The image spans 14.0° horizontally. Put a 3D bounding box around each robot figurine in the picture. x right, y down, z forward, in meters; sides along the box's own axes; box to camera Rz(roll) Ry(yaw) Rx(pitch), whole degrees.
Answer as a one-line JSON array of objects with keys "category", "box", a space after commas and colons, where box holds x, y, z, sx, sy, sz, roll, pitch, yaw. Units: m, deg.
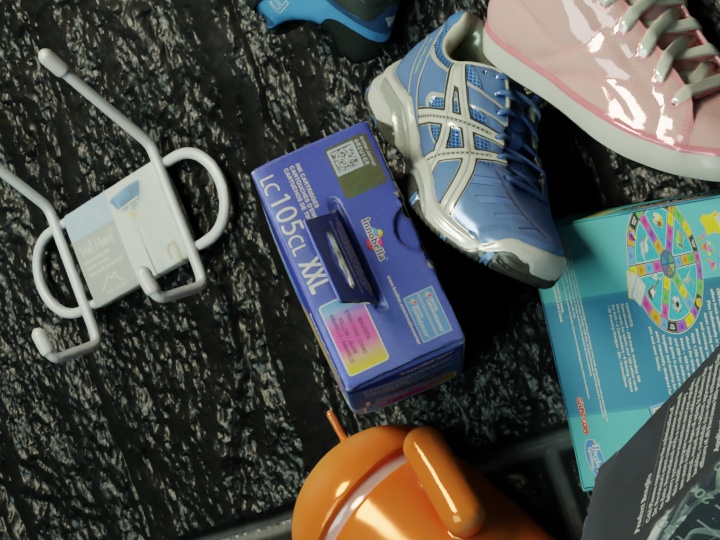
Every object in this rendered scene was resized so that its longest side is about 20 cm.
[{"category": "robot figurine", "box": [0.041, 0.166, 1.698, 0.200, 0.144, 0.117, 39, 88, 28]}]

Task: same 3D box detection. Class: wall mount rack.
[{"category": "wall mount rack", "box": [-0.179, -0.043, 1.870, 0.200, 0.075, 0.174, -28, 82, 42]}]

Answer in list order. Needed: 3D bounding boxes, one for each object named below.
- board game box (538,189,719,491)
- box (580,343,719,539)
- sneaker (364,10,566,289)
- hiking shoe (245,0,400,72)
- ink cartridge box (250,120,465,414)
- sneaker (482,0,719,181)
[{"category": "board game box", "box": [0.193, 0.033, 1.571, 0.200, 0.047, 0.151, -9, 94, 43]}, {"category": "box", "box": [0.242, 0.127, 1.443, 0.200, 0.124, 0.197, 32, 130, -9]}, {"category": "sneaker", "box": [0.065, -0.068, 1.610, 0.077, 0.076, 0.200, -50, 43, 21]}, {"category": "hiking shoe", "box": [-0.059, -0.182, 1.724, 0.200, 0.074, 0.087, 25, 116, 35]}, {"category": "ink cartridge box", "box": [0.000, 0.000, 1.640, 0.200, 0.076, 0.137, 90, 156, -82]}, {"category": "sneaker", "box": [0.147, -0.127, 1.550, 0.200, 0.075, 0.105, 35, 128, 36]}]
